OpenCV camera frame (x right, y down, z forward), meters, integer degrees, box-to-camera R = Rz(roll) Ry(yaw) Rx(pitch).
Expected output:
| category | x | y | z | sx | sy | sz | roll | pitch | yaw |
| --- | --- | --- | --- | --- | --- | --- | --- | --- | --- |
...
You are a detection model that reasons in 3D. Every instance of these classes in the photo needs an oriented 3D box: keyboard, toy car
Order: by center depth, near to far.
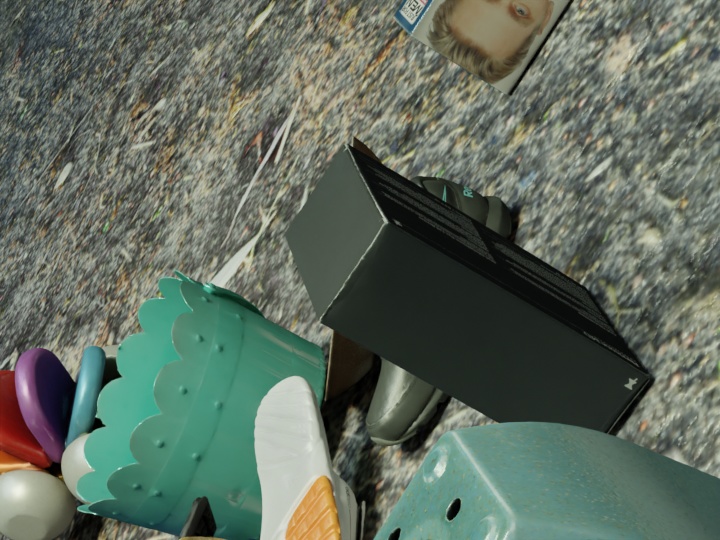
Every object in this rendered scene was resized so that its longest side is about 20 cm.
| category | x | y | z | sx | sy | sz | roll | pitch | yaw |
| --- | --- | --- | --- | --- | --- | --- | --- | --- | --- |
| keyboard | -0.146 | 0.270 | 1.539 | 0.127 | 0.020 | 0.201 | 96 | -164 | -65 |
| toy car | -0.283 | 0.139 | 1.982 | 0.199 | 0.150 | 0.176 | -25 | 34 | 21 |

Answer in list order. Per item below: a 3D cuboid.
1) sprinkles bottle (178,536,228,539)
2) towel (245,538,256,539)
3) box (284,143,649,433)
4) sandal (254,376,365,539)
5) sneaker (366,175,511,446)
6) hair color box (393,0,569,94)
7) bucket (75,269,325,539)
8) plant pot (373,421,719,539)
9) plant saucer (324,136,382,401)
| category | x | y | z | sx | sy | sz | roll | pitch | yaw |
| --- | --- | --- | --- | --- | --- | --- | --- | --- | --- |
| sprinkles bottle | -0.115 | 0.290 | 1.488 | 0.068 | 0.068 | 0.201 | -158 | 78 | -69 |
| towel | -0.138 | 0.300 | 1.641 | 0.200 | 0.049 | 0.148 | -32 | 32 | 48 |
| box | 0.063 | 0.021 | 1.313 | 0.079 | 0.199 | 0.141 | -56 | 21 | 11 |
| sandal | -0.029 | 0.171 | 1.525 | 0.079 | 0.059 | 0.208 | -30 | 49 | 33 |
| sneaker | 0.037 | 0.027 | 1.535 | 0.075 | 0.079 | 0.201 | -8 | 57 | 62 |
| hair color box | 0.123 | -0.248 | 1.650 | 0.201 | 0.100 | 0.061 | -57 | 23 | 12 |
| bucket | -0.124 | 0.116 | 1.677 | 0.208 | 0.134 | 0.208 | -57 | 19 | 31 |
| plant pot | 0.102 | 0.183 | 1.028 | 0.197 | 0.199 | 0.196 | -57 | 21 | 9 |
| plant saucer | 0.000 | 0.000 | 1.618 | 0.200 | 0.036 | 0.202 | -175 | 90 | -90 |
